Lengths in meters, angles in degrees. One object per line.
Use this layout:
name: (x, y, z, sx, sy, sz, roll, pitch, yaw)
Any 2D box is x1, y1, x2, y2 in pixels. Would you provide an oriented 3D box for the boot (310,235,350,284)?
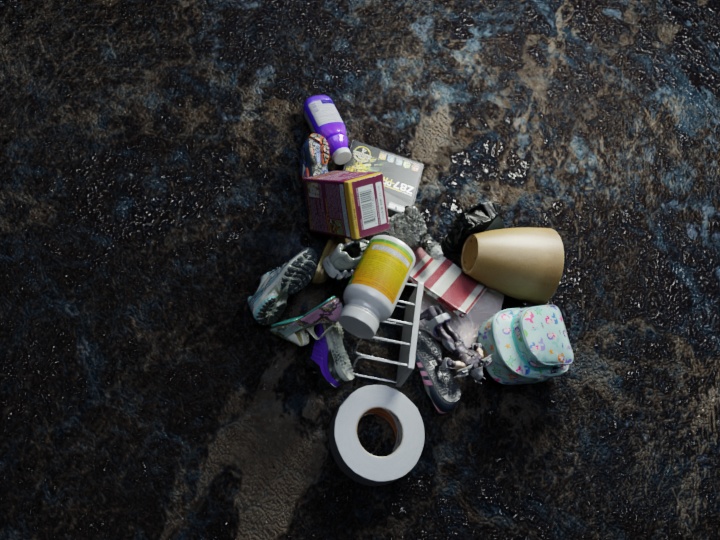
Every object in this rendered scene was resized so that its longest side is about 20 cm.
boot: (0.000, 0.000, 1.587, 0.198, 0.066, 0.176, 26, 48, -2)

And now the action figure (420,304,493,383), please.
action figure: (0.212, 0.168, 1.512, 0.129, 0.070, 0.201, -11, 57, -43)

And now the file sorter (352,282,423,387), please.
file sorter: (0.058, 0.133, 1.516, 0.123, 0.139, 0.202, 12, 64, -4)

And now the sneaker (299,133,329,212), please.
sneaker: (-0.113, -0.230, 1.680, 0.074, 0.078, 0.203, 5, 80, -31)

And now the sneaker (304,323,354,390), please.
sneaker: (-0.086, 0.175, 1.498, 0.099, 0.069, 0.202, -34, 46, 18)

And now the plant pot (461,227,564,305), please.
plant pot: (0.348, -0.025, 1.618, 0.197, 0.187, 0.189, 10, 64, -16)

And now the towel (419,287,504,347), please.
towel: (0.236, 0.096, 1.635, 0.198, 0.032, 0.193, 24, 62, -2)

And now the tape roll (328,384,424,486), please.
tape roll: (0.034, 0.350, 1.450, 0.197, 0.066, 0.203, 5, 65, -12)

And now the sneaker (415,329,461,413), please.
sneaker: (0.155, 0.229, 1.534, 0.069, 0.083, 0.202, -6, 51, -21)

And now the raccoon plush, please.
raccoon plush: (0.092, -0.080, 1.604, 0.132, 0.098, 0.200, -21, 30, -11)

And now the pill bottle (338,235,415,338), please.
pill bottle: (0.030, 0.036, 1.421, 0.110, 0.111, 0.201, 27, 62, 0)

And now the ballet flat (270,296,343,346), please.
ballet flat: (-0.113, 0.120, 1.466, 0.069, 0.198, 0.072, -21, 86, -60)

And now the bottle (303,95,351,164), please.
bottle: (-0.080, -0.356, 1.727, 0.083, 0.066, 0.202, -14, 59, -20)

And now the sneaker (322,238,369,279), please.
sneaker: (0.013, -0.036, 1.531, 0.198, 0.081, 0.076, -14, 58, -37)

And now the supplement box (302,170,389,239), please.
supplement box: (-0.035, -0.154, 1.563, 0.102, 0.199, 0.133, -19, 110, -32)

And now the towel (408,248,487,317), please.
towel: (0.190, 0.019, 1.604, 0.199, 0.023, 0.144, 35, 41, 12)

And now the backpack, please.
backpack: (0.375, 0.168, 1.559, 0.197, 0.151, 0.180, -3, 69, -22)

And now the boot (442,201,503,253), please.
boot: (0.298, -0.118, 1.673, 0.196, 0.163, 0.074, -21, 72, -22)

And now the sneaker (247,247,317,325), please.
sneaker: (-0.181, 0.019, 1.512, 0.200, 0.078, 0.086, -49, 49, -2)

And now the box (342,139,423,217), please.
box: (0.048, -0.226, 1.726, 0.197, 0.049, 0.163, 19, 66, -4)
